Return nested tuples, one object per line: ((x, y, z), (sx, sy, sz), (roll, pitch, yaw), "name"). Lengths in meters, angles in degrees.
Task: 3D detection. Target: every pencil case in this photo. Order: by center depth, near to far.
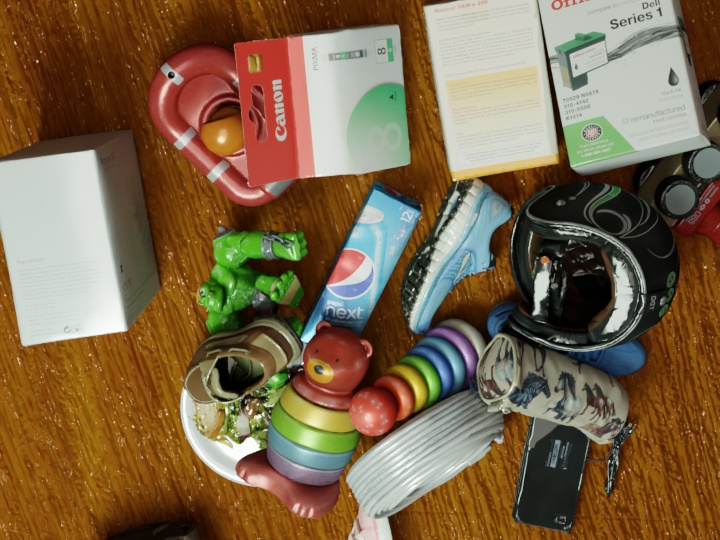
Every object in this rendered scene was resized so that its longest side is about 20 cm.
((0.221, 0.140, 1.453), (0.200, 0.078, 0.090), (21, 79, -32), "pencil case")

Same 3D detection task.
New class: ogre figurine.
((-0.125, 0.033, 1.469), (0.120, 0.098, 0.200), (24, 140, 27), "ogre figurine")

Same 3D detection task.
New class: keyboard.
((0.263, 0.227, 1.559), (0.127, 0.021, 0.201), (11, 103, 5), "keyboard")

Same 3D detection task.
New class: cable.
((0.077, 0.209, 1.467), (0.200, 0.200, 0.069), (-32, 75, -10), "cable")

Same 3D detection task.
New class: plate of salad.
((-0.120, 0.171, 1.539), (0.199, 0.048, 0.201), (0, 101, 1), "plate of salad")

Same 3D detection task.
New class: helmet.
((0.254, -0.007, 1.416), (0.199, 0.191, 0.201), (6, 109, 19), "helmet")

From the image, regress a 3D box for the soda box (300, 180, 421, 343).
((0.000, 0.000, 1.489), (0.064, 0.068, 0.201), (25, 102, -4), "soda box")

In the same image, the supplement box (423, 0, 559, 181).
((0.147, -0.212, 1.438), (0.126, 0.074, 0.201), (-9, 102, 3), "supplement box")

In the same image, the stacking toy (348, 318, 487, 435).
((0.059, 0.127, 1.447), (0.085, 0.200, 0.086), (21, 123, 36), "stacking toy")

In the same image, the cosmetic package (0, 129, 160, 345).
((-0.312, -0.044, 1.419), (0.122, 0.199, 0.201), (-9, 102, 3), "cosmetic package")

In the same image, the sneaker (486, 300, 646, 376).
((0.245, 0.090, 1.500), (0.199, 0.078, 0.066), (16, 100, -4), "sneaker")

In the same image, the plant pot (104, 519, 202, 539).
((-0.243, 0.419, 1.530), (0.199, 0.200, 0.199), (-13, 94, 4), "plant pot")

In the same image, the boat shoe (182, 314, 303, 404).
((-0.146, 0.110, 1.421), (0.076, 0.074, 0.200), (48, 138, -8), "boat shoe")

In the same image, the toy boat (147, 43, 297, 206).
((-0.149, -0.162, 1.425), (0.200, 0.131, 0.131), (43, 99, -8), "toy boat")

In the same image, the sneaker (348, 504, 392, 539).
((-0.008, 0.367, 1.564), (0.104, 0.075, 0.201), (-6, 106, -3), "sneaker")

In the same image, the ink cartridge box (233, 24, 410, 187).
((-0.038, -0.184, 1.407), (0.200, 0.050, 0.162), (-15, 106, -37), "ink cartridge box")

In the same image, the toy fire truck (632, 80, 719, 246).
((0.443, -0.093, 1.443), (0.200, 0.129, 0.176), (33, 101, -18), "toy fire truck")

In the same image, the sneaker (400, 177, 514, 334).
((0.115, -0.006, 1.483), (0.090, 0.078, 0.200), (23, 108, -16), "sneaker")

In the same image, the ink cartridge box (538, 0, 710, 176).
((0.285, -0.220, 1.382), (0.146, 0.084, 0.201), (-14, 82, 21), "ink cartridge box")

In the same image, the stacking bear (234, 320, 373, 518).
((-0.047, 0.159, 1.451), (0.121, 0.114, 0.201), (27, 110, 24), "stacking bear")
